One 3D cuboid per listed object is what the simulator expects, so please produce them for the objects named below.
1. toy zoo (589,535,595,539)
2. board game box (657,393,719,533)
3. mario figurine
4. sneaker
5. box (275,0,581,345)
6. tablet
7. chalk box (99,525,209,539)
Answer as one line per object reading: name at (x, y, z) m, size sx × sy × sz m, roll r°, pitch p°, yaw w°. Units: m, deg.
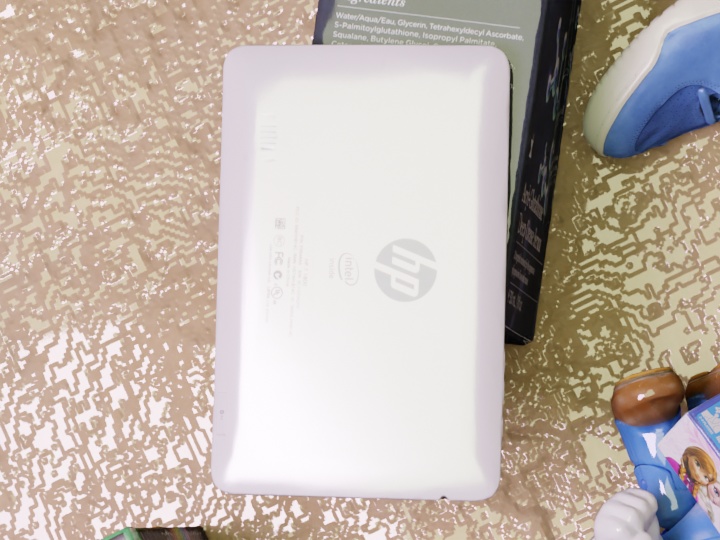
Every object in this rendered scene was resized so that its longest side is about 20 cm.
toy zoo at (0.140, 0.209, 1.313) m, size 0.200 × 0.020 × 0.131 m, roll 34°, pitch 84°, yaw 5°
board game box at (0.269, 0.108, 1.248) m, size 0.199 × 0.041 × 0.200 m, roll -28°, pitch 74°, yaw -28°
mario figurine at (0.179, 0.137, 1.258) m, size 0.123 × 0.106 × 0.200 m, roll -16°, pitch 77°, yaw 13°
sneaker at (0.210, -0.093, 1.315) m, size 0.200 × 0.077 × 0.111 m, roll -36°, pitch 71°, yaw -1°
box at (0.037, -0.073, 1.307) m, size 0.107 × 0.148 × 0.200 m, roll 7°, pitch 87°, yaw 10°
tablet at (0.000, 0.000, 1.226) m, size 0.130 × 0.014 × 0.200 m, roll 1°, pitch 87°, yaw 10°
chalk box at (-0.122, 0.197, 1.285) m, size 0.124 × 0.200 × 0.125 m, roll -26°, pitch 81°, yaw 7°
